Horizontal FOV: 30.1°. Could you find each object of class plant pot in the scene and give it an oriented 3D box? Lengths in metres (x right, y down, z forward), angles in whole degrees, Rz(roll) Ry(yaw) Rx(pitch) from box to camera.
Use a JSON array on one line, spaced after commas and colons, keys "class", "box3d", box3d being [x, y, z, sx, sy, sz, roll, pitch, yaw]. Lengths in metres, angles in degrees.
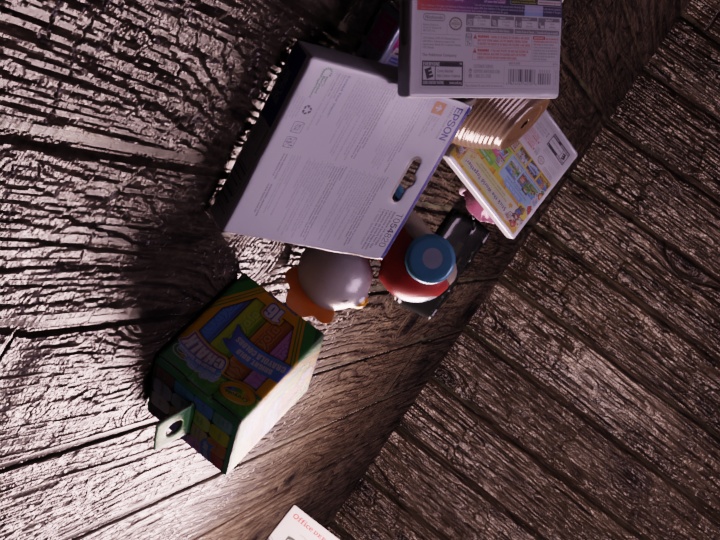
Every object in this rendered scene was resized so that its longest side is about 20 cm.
[{"class": "plant pot", "box3d": [0.196, -0.234, 1.861, 0.201, 0.093, 0.201, -41, 168, -11]}]

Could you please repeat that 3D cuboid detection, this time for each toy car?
[{"class": "toy car", "box3d": [0.000, 0.000, 1.676, 0.200, 0.177, 0.184, -41, 180, -2]}]

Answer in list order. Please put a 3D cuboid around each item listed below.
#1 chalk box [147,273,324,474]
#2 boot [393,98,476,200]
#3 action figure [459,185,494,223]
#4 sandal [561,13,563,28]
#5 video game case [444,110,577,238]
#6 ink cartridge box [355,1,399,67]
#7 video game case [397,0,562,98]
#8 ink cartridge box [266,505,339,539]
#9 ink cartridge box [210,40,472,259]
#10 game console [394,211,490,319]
[{"class": "chalk box", "box3d": [-0.153, 0.129, 1.490, 0.200, 0.124, 0.125, -46, 166, -34]}, {"class": "boot", "box3d": [0.028, -0.114, 1.392, 0.198, 0.073, 0.152, -21, 134, -16]}, {"class": "action figure", "box3d": [0.233, -0.176, 2.228, 0.133, 0.149, 0.202, -13, 127, -5]}, {"class": "sandal", "box3d": [0.143, -0.304, 1.426, 0.200, 0.045, 0.075, 38, 85, -39]}, {"class": "video game case", "box3d": [0.236, -0.181, 2.095, 0.182, 0.023, 0.200, -51, 124, -13]}, {"class": "ink cartridge box", "box3d": [0.023, -0.178, 1.427, 0.119, 0.042, 0.201, 8, 122, -50]}, {"class": "video game case", "box3d": [0.118, -0.258, 1.282, 0.198, 0.023, 0.184, -5, 100, -37]}, {"class": "ink cartridge box", "box3d": [-0.149, 0.637, 2.921, 0.200, 0.145, 0.084, -51, 166, -19]}, {"class": "ink cartridge box", "box3d": [-0.019, -0.110, 1.297, 0.199, 0.041, 0.201, 11, 121, -37]}, {"class": "game console", "box3d": [0.138, -0.024, 2.493, 0.175, 0.116, 0.201, 26, 101, -48]}]
